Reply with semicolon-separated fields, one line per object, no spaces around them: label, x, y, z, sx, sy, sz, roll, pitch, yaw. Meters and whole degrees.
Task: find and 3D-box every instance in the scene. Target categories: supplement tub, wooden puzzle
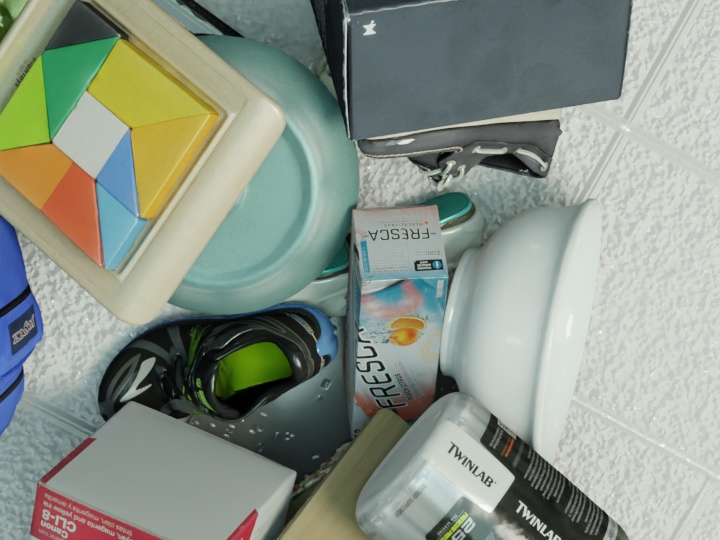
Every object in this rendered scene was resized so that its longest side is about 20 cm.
supplement tub;0.104;0.190;1.584;0.200;0.123;0.123;40;95;-4
wooden puzzle;-0.175;-0.091;1.540;0.200;0.037;0.186;39;103;13

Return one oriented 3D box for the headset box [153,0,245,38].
headset box;-0.169;-0.106;1.641;0.174;0.093;0.201;34;96;-10

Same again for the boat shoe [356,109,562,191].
boat shoe;0.074;-0.087;1.636;0.199;0.072;0.063;-9;106;-45

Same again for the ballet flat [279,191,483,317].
ballet flat;0.000;0.000;1.696;0.198;0.069;0.070;-16;102;-3

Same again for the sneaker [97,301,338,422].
sneaker;-0.114;0.074;1.670;0.198;0.083;0.071;-15;105;24

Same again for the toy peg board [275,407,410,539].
toy peg board;0.019;0.247;1.651;0.199;0.098;0.200;42;59;-4

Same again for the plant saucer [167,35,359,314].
plant saucer;-0.100;-0.062;1.578;0.198;0.036;0.202;1;105;2

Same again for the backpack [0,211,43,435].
backpack;-0.315;0.047;1.607;0.167;0.163;0.202;-4;109;23

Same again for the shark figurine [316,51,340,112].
shark figurine;0.048;-0.157;1.673;0.213;0.128;0.090;-17;128;-19

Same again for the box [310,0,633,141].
box;0.066;-0.212;1.570;0.198;0.197;0.124;-9;138;-7

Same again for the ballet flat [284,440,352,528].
ballet flat;-0.023;0.185;1.724;0.199;0.064;0.076;-36;101;2

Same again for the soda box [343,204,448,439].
soda box;0.023;0.040;1.642;0.063;0.069;0.201;-4;143;-5

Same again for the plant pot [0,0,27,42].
plant pot;-0.303;-0.242;1.570;0.184;0.200;0.201;40;95;1

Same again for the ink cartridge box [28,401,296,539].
ink cartridge box;-0.154;0.230;1.636;0.144;0.145;0.201;20;118;15

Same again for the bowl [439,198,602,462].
bowl;0.113;0.038;1.657;0.090;0.201;0.203;12;100;13
